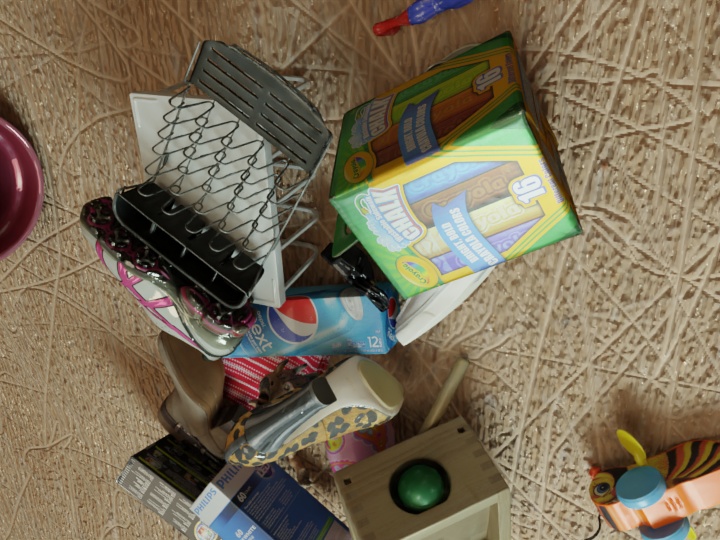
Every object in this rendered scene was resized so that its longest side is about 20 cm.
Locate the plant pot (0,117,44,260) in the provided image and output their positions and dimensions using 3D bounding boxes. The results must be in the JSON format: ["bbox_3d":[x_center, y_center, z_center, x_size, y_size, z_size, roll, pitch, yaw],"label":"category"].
[{"bbox_3d":[-0.538,-0.113,0.856,0.178,0.199,0.202,15,123,37],"label":"plant pot"}]

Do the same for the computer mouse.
[{"bbox_3d":[0.000,0.000,0.654,0.059,0.200,0.034,43,89,-16],"label":"computer mouse"}]

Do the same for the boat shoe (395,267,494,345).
[{"bbox_3d":[0.085,-0.007,0.664,0.069,0.072,0.201,47,130,15],"label":"boat shoe"}]

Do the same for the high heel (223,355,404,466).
[{"bbox_3d":[-0.044,0.151,0.701,0.142,0.199,0.072,-36,67,23],"label":"high heel"}]

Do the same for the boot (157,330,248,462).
[{"bbox_3d":[-0.228,0.173,0.898,0.146,0.070,0.201,-26,104,42],"label":"boot"}]

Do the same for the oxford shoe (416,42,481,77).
[{"bbox_3d":[0.045,-0.131,0.623,0.075,0.058,0.199,49,127,-7],"label":"oxford shoe"}]

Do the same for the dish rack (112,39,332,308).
[{"bbox_3d":[-0.118,-0.083,0.579,0.153,0.055,0.201,36,126,2],"label":"dish rack"}]

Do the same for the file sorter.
[{"bbox_3d":[-0.122,-0.089,0.687,0.137,0.125,0.202,10,120,21],"label":"file sorter"}]

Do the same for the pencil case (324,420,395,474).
[{"bbox_3d":[0.008,0.235,0.822,0.087,0.087,0.202,-3,115,28],"label":"pencil case"}]

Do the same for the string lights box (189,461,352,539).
[{"bbox_3d":[-0.100,0.316,0.836,0.200,0.103,0.059,40,115,4],"label":"string lights box"}]

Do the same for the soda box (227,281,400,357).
[{"bbox_3d":[-0.057,0.054,0.745,0.198,0.068,0.065,-5,100,21],"label":"soda box"}]

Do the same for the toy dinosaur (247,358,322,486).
[{"bbox_3d":[-0.090,0.156,0.783,0.085,0.200,0.137,11,94,-12],"label":"toy dinosaur"}]

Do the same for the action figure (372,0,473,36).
[{"bbox_3d":[0.102,-0.243,0.538,0.199,0.099,0.066,7,125,49],"label":"action figure"}]

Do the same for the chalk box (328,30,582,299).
[{"bbox_3d":[0.055,-0.073,0.547,0.198,0.126,0.124,-21,129,22],"label":"chalk box"}]

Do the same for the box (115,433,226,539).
[{"bbox_3d":[-0.207,0.303,0.917,0.199,0.160,0.045,34,96,6],"label":"box"}]

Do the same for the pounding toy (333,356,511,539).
[{"bbox_3d":[0.072,0.237,0.732,0.182,0.143,0.201,-21,130,-11],"label":"pounding toy"}]

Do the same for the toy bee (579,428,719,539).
[{"bbox_3d":[0.274,0.218,0.679,0.198,0.109,0.132,-12,103,4],"label":"toy bee"}]

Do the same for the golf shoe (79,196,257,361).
[{"bbox_3d":[-0.200,0.014,0.659,0.200,0.073,0.092,41,127,-1],"label":"golf shoe"}]

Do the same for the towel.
[{"bbox_3d":[-0.114,0.117,0.856,0.144,0.022,0.202,26,125,13],"label":"towel"}]
